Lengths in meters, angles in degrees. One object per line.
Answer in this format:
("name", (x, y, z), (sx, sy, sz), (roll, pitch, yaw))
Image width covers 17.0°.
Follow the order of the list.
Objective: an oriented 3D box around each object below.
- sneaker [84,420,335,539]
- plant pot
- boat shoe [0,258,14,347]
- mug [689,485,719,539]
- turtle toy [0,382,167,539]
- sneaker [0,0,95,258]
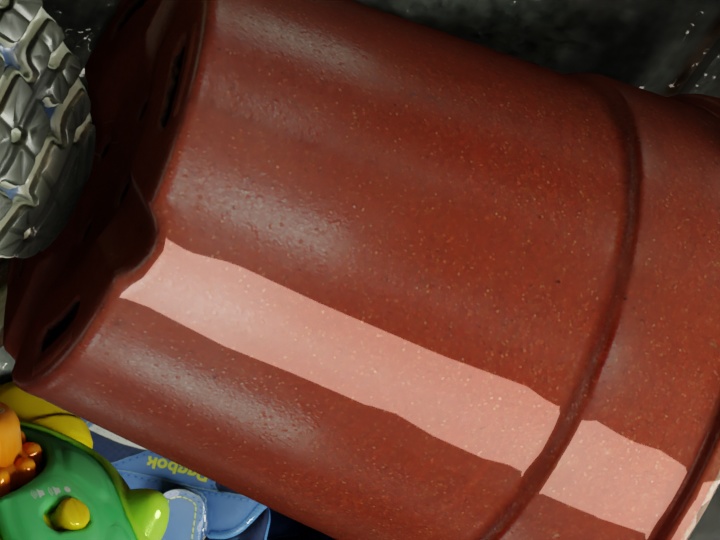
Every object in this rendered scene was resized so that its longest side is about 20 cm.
("sneaker", (-0.074, 0.088, 0.920), (0.198, 0.083, 0.074), (-4, 138, -8))
("plant pot", (0.000, 0.000, 0.785), (0.194, 0.202, 0.201), (22, 127, -21))
("boat shoe", (-0.197, 0.022, 0.833), (0.201, 0.075, 0.075), (-31, 107, 0))
("mug", (0.212, 0.125, 0.942), (0.147, 0.201, 0.175), (23, 132, -38))
("turtle toy", (-0.151, 0.120, 0.777), (0.199, 0.146, 0.101), (-29, 156, 3))
("sneaker", (-0.164, -0.076, 0.715), (0.200, 0.079, 0.089), (40, 162, -20))
